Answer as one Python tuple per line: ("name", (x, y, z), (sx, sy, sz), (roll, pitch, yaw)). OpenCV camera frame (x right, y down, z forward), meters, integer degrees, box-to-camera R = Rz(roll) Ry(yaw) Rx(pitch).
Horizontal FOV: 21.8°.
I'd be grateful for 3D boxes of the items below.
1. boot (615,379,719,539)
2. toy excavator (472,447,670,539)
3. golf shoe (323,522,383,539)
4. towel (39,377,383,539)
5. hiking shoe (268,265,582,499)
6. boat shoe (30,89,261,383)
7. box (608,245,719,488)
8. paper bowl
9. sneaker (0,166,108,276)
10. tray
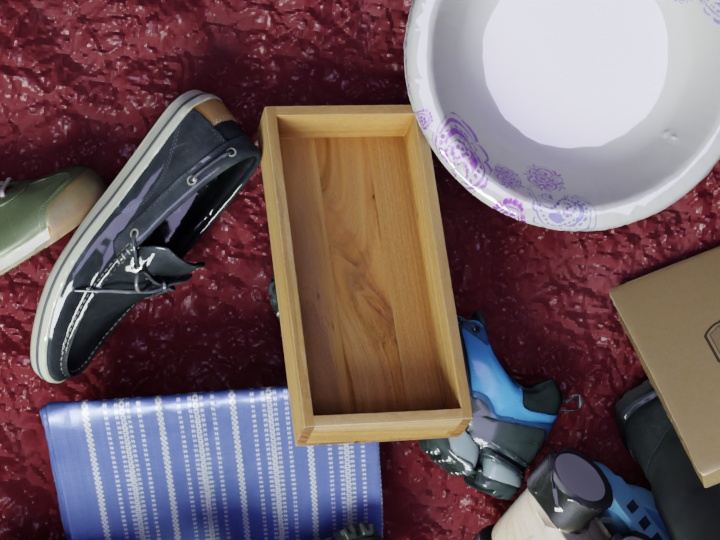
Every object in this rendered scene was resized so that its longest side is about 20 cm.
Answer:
("boot", (0.245, 0.112, 1.070), (0.164, 0.200, 0.066), (-33, 118, 8))
("toy excavator", (0.190, 0.198, 1.132), (0.195, 0.199, 0.100), (54, 126, 28))
("golf shoe", (-0.074, 0.210, 1.104), (0.198, 0.094, 0.078), (-8, 74, -28))
("towel", (-0.086, 0.124, 1.127), (0.198, 0.024, 0.146), (-5, 130, -1))
("hiking shoe", (0.034, 0.051, 1.139), (0.200, 0.074, 0.087), (39, 80, -9))
("boat shoe", (-0.129, -0.012, 1.117), (0.062, 0.075, 0.201), (36, 95, 16))
("box", (0.264, 0.030, 1.093), (0.199, 0.164, 0.021), (-22, 130, 2))
("paper bowl", (0.124, -0.127, 1.098), (0.199, 0.104, 0.203), (0, 95, -1))
("sneaker", (-0.255, -0.027, 1.123), (0.199, 0.067, 0.090), (-31, 100, 6))
("tray", (0.000, 0.000, 1.089), (0.098, 0.037, 0.202), (-2, 67, -14))
